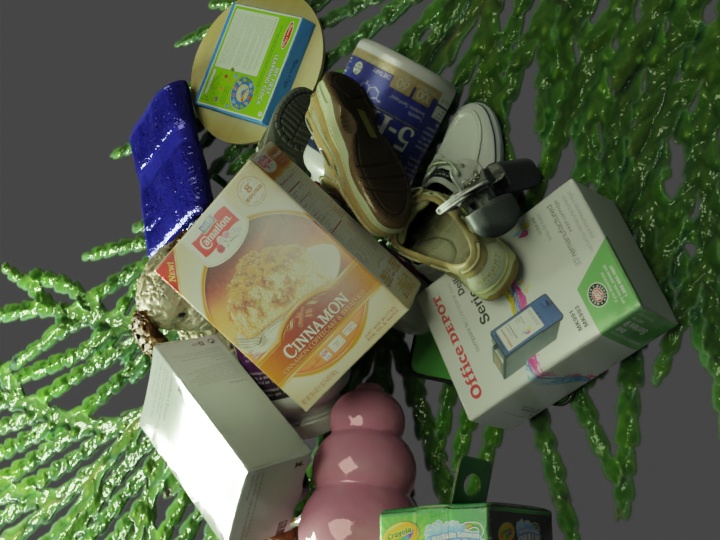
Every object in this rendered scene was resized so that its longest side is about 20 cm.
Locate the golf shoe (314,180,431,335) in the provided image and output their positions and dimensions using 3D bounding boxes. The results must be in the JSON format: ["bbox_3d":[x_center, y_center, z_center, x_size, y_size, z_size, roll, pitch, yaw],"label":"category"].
[{"bbox_3d":[0.000,0.000,1.159,0.200,0.092,0.073,43,107,-9],"label":"golf shoe"}]

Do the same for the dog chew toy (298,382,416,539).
[{"bbox_3d":[0.003,0.213,1.148,0.124,0.124,0.202,-13,62,35],"label":"dog chew toy"}]

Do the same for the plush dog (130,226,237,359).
[{"bbox_3d":[-0.178,0.022,1.300,0.160,0.171,0.202,29,97,39],"label":"plush dog"}]

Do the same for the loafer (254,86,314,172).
[{"bbox_3d":[-0.093,-0.129,1.307,0.070,0.075,0.201,-33,25,50],"label":"loafer"}]

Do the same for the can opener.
[{"bbox_3d":[0.131,-0.065,1.080,0.053,0.200,0.067,-33,83,25],"label":"can opener"}]

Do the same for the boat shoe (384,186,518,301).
[{"bbox_3d":[0.068,-0.037,1.086,0.074,0.063,0.201,-55,40,7],"label":"boat shoe"}]

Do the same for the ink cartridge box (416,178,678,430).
[{"bbox_3d":[0.169,0.036,1.073,0.200,0.087,0.146,-38,57,27],"label":"ink cartridge box"}]

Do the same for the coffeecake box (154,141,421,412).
[{"bbox_3d":[-0.068,0.006,1.088,0.200,0.073,0.154,43,113,-4],"label":"coffeecake box"}]

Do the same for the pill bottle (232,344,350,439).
[{"bbox_3d":[-0.079,0.072,1.210,0.112,0.112,0.202,-10,103,35],"label":"pill bottle"}]

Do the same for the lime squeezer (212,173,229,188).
[{"bbox_3d":[-0.142,-0.073,1.364,0.200,0.070,0.038,-116,34,-69],"label":"lime squeezer"}]

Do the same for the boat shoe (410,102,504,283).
[{"bbox_3d":[0.098,-0.085,1.178,0.073,0.067,0.202,-1,73,37],"label":"boat shoe"}]

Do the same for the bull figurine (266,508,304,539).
[{"bbox_3d":[-0.087,0.304,1.223,0.121,0.065,0.202,-30,61,26],"label":"bull figurine"}]

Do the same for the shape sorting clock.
[{"bbox_3d":[-0.128,-0.252,1.420,0.198,0.039,0.202,-11,70,31],"label":"shape sorting clock"}]

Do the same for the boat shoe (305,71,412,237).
[{"bbox_3d":[-0.008,-0.102,1.128,0.076,0.071,0.201,-47,44,33],"label":"boat shoe"}]

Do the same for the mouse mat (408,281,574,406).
[{"bbox_3d":[0.141,0.042,1.154,0.199,0.007,0.163,8,83,40],"label":"mouse mat"}]

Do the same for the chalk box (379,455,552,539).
[{"bbox_3d":[0.098,0.275,1.050,0.123,0.124,0.202,-13,69,34],"label":"chalk box"}]

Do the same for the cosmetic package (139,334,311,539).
[{"bbox_3d":[-0.141,0.170,1.164,0.200,0.081,0.114,44,130,41],"label":"cosmetic package"}]

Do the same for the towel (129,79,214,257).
[{"bbox_3d":[-0.243,-0.121,1.441,0.148,0.049,0.202,-48,50,46],"label":"towel"}]

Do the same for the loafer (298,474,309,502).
[{"bbox_3d":[-0.119,0.180,1.258,0.200,0.071,0.064,36,143,48],"label":"loafer"}]

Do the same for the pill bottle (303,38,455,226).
[{"bbox_3d":[0.008,-0.133,1.231,0.119,0.119,0.201,32,99,39],"label":"pill bottle"}]
